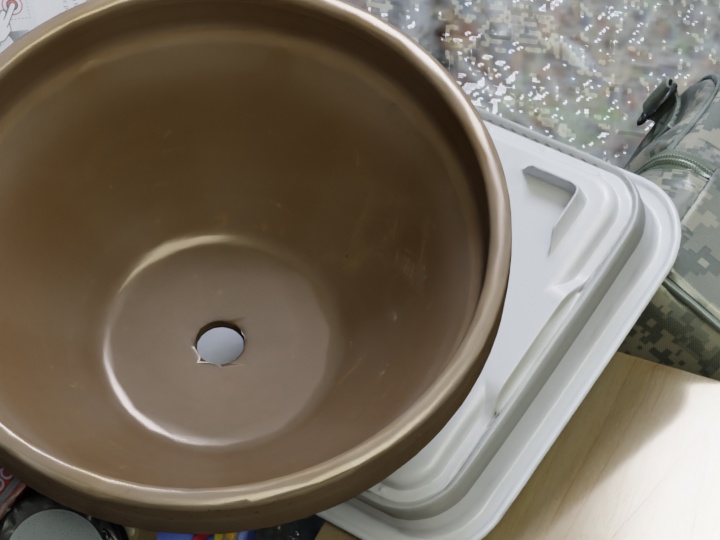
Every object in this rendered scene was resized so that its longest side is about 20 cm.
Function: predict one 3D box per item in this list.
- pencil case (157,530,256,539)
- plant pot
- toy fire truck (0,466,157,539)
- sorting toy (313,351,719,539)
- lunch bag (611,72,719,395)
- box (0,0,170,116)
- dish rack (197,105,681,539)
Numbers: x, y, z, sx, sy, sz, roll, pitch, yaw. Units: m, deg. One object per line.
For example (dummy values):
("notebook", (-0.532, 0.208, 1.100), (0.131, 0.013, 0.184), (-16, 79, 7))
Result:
("pencil case", (-0.138, 0.087, 1.077), (0.200, 0.078, 0.087), (14, 43, -10))
("plant pot", (-0.049, 0.007, 0.975), (0.201, 0.093, 0.201), (-1, 61, 2))
("toy fire truck", (-0.194, 0.098, 0.984), (0.200, 0.129, 0.176), (37, 87, 8))
("sorting toy", (0.083, 0.131, 1.027), (0.199, 0.070, 0.200), (17, 55, 22))
("lunch bag", (0.170, 0.028, 1.148), (0.200, 0.139, 0.168), (39, 50, -2))
("box", (-0.115, -0.120, 1.040), (0.200, 0.036, 0.144), (-9, 76, -24))
("dish rack", (0.000, 0.000, 1.060), (0.200, 0.044, 0.172), (26, 72, 34))
